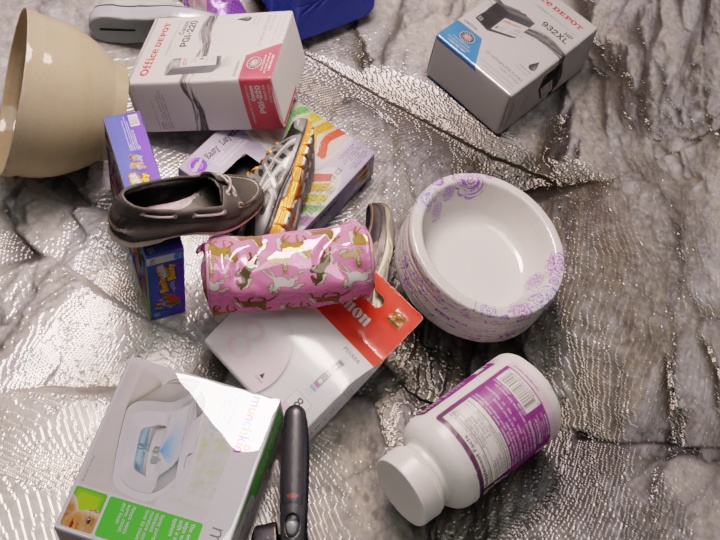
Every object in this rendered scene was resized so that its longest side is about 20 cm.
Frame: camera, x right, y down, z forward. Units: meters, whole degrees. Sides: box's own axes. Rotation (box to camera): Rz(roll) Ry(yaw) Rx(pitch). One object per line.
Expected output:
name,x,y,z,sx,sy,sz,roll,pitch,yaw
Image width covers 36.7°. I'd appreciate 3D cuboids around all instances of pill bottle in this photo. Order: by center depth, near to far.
pill bottle,0.117,0.187,1.187,0.199,0.113,0.113,-32,67,-24

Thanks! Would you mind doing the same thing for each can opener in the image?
can opener,-0.072,0.241,1.132,0.077,0.063,0.204,6,74,-7

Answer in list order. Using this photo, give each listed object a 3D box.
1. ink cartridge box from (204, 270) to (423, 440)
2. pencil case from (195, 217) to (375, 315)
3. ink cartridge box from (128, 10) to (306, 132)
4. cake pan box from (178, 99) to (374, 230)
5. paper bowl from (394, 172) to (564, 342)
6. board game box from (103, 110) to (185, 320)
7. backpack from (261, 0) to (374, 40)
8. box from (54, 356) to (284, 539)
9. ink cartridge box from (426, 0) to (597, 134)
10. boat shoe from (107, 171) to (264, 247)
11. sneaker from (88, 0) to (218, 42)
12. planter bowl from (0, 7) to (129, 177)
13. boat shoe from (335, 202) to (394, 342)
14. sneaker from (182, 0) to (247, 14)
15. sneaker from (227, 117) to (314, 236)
ink cartridge box,-0.053,0.069,1.235,0.162,0.057,0.200,43,88,19
pencil case,-0.083,-0.003,1.212,0.196,0.084,0.087,-7,50,-6
ink cartridge box,-0.184,-0.256,1.400,0.196,0.086,0.147,-1,47,15
cake pan box,-0.109,-0.125,1.389,0.183,0.053,0.200,34,60,16
paper bowl,0.137,-0.008,1.307,0.197,0.105,0.204,9,58,-15
board game box,-0.254,-0.064,1.277,0.044,0.135,0.202,-14,60,-17
backpack,-0.077,-0.459,1.538,0.161,0.169,0.201,-22,59,-28
box,-0.191,0.219,1.128,0.173,0.097,0.202,15,57,7
ink cartridge box,0.214,-0.309,1.532,0.145,0.084,0.199,42,61,18
boat shoe,-0.182,-0.076,1.183,0.198,0.057,0.067,-19,56,-37
sneaker,-0.273,-0.351,1.486,0.196,0.073,0.072,8,59,4
planter bowl,-0.360,-0.205,1.328,0.133,0.201,0.203,8,55,-24
boat shoe,0.000,0.000,1.311,0.072,0.075,0.203,8,56,-3
sneaker,-0.219,-0.407,1.528,0.080,0.089,0.201,-23,65,-23
sneaker,-0.102,-0.108,1.307,0.076,0.079,0.202,11,55,9
